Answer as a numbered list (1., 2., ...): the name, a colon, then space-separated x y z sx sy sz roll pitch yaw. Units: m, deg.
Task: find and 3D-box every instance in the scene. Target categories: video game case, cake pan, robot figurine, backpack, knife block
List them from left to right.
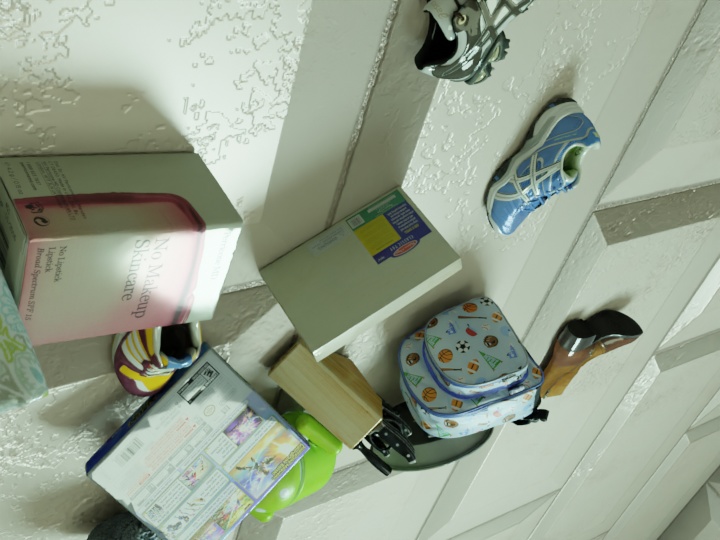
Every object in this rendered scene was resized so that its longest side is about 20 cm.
1. video game case: -0.190 0.219 1.084 0.200 0.045 0.181 -45 110 -7
2. robot figurine: -0.108 0.258 1.238 0.175 0.116 0.200 -43 164 19
3. knife block: -0.013 0.191 1.215 0.064 0.176 0.200 -45 146 10
4. cake pan: 0.105 0.243 1.401 0.199 0.200 0.037 -22 106 -22
5. backpack: 0.150 0.145 1.316 0.189 0.201 0.155 -25 139 -6

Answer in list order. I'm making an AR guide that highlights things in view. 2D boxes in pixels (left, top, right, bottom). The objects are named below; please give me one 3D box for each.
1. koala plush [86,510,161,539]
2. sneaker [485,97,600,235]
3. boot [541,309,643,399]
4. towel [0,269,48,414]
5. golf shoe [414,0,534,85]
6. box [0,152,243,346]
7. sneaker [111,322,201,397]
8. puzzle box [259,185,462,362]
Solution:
1. koala plush: -0.253 0.334 1.193 0.201 0.183 0.177 -62 168 13
2. sneaker: 0.229 -0.119 1.164 0.075 0.077 0.201 -6 137 -41
3. boot: 0.414 0.172 1.691 0.187 0.069 0.201 -13 140 -33
4. towel: -0.372 0.057 0.725 0.198 0.173 0.048 -21 -172 -3
5. golf shoe: 0.116 -0.267 0.881 0.094 0.078 0.201 -11 137 -34
6. box: -0.226 -0.022 0.823 0.199 0.109 0.129 -7 135 -37
7. sneaker: -0.217 0.086 0.977 0.074 0.090 0.201 -15 141 -31
8. puzzle box: 0.000 0.000 1.040 0.199 0.133 0.026 -31 146 -9
